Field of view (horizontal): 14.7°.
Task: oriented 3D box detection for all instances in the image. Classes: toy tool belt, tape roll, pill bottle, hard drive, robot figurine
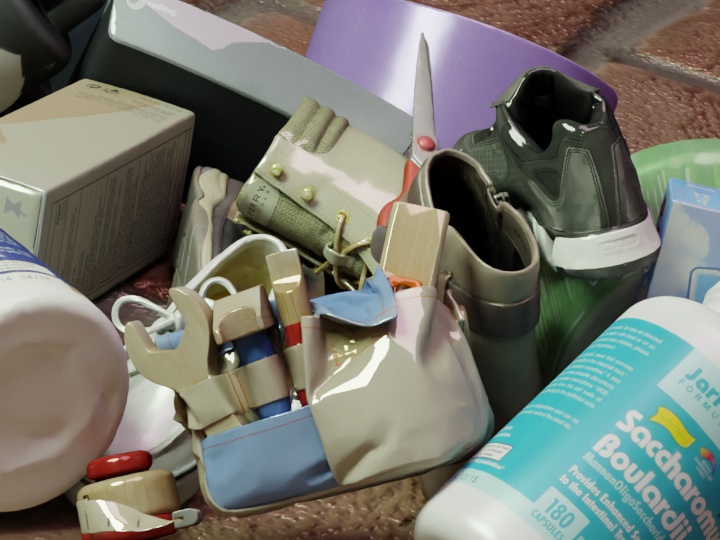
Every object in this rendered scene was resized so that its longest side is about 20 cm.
[{"bbox_3d":[-0.043,0.047,1.284,0.199,0.124,0.125,-14,-6,4],"label":"toy tool belt"},{"bbox_3d":[0.057,-0.100,1.773,0.199,0.085,0.200,20,-5,2],"label":"tape roll"},{"bbox_3d":[-0.203,0.027,1.345,0.110,0.112,0.200,-1,22,-34],"label":"pill bottle"},{"bbox_3d":[-0.077,-0.084,1.675,0.199,0.135,0.042,25,49,-9],"label":"hard drive"},{"bbox_3d":[-0.250,-0.140,1.651,0.151,0.199,0.125,56,5,-11],"label":"robot figurine"},{"bbox_3d":[0.126,0.088,1.267,0.200,0.111,0.111,-43,47,-18],"label":"pill bottle"}]

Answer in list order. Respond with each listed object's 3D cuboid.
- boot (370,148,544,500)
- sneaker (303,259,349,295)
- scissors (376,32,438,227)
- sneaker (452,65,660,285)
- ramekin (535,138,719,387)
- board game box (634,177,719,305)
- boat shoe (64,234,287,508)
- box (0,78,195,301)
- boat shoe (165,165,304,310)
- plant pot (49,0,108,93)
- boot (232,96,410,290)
[{"bbox_3d":[0.064,0.046,1.344,0.070,0.147,0.200,-18,53,-24],"label":"boot"},{"bbox_3d":[0.052,0.025,1.605,0.199,0.076,0.116,30,50,7],"label":"sneaker"},{"bbox_3d":[0.030,-0.060,1.516,0.073,0.014,0.201,2,51,-23],"label":"scissors"},{"bbox_3d":[0.091,-0.061,1.375,0.066,0.091,0.200,-15,17,-13],"label":"sneaker"},{"bbox_3d":[0.180,0.043,1.437,0.199,0.201,0.098,12,27,-5],"label":"ramekin"},{"bbox_3d":[0.198,0.067,1.365,0.150,0.201,0.037,13,21,-1],"label":"board game box"},{"bbox_3d":[-0.083,0.040,1.378,0.074,0.086,0.202,22,36,17],"label":"boat shoe"},{"bbox_3d":[-0.172,-0.036,1.562,0.077,0.095,0.200,18,19,16],"label":"box"},{"bbox_3d":[-0.067,-0.005,1.572,0.073,0.075,0.200,13,23,-7],"label":"boat shoe"},{"bbox_3d":[-0.223,-0.189,1.800,0.199,0.162,0.201,13,7,-2],"label":"plant pot"},{"bbox_3d":[0.000,0.000,1.506,0.154,0.072,0.200,27,44,-5],"label":"boot"}]
